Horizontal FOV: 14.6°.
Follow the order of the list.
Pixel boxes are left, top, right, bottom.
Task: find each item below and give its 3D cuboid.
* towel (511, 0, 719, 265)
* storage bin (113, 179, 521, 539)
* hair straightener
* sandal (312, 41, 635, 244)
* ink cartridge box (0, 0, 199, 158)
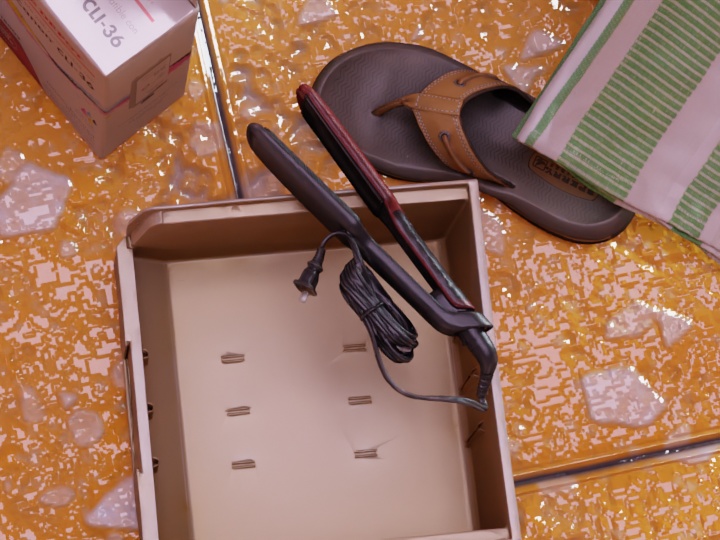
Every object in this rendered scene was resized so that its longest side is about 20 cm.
[{"bbox_3d":[0.206,-0.086,1.590,0.200,0.023,0.153,29,102,-14],"label":"towel"},{"bbox_3d":[-0.028,0.065,1.542,0.198,0.094,0.201,-5,77,-8],"label":"storage bin"},{"bbox_3d":[0.000,0.000,1.500,0.077,0.041,0.200,-35,87,-14],"label":"hair straightener"},{"bbox_3d":[0.069,-0.076,1.608,0.200,0.055,0.082,27,74,0],"label":"sandal"},{"bbox_3d":[-0.150,-0.149,1.525,0.067,0.200,0.117,-38,83,-14],"label":"ink cartridge box"}]
